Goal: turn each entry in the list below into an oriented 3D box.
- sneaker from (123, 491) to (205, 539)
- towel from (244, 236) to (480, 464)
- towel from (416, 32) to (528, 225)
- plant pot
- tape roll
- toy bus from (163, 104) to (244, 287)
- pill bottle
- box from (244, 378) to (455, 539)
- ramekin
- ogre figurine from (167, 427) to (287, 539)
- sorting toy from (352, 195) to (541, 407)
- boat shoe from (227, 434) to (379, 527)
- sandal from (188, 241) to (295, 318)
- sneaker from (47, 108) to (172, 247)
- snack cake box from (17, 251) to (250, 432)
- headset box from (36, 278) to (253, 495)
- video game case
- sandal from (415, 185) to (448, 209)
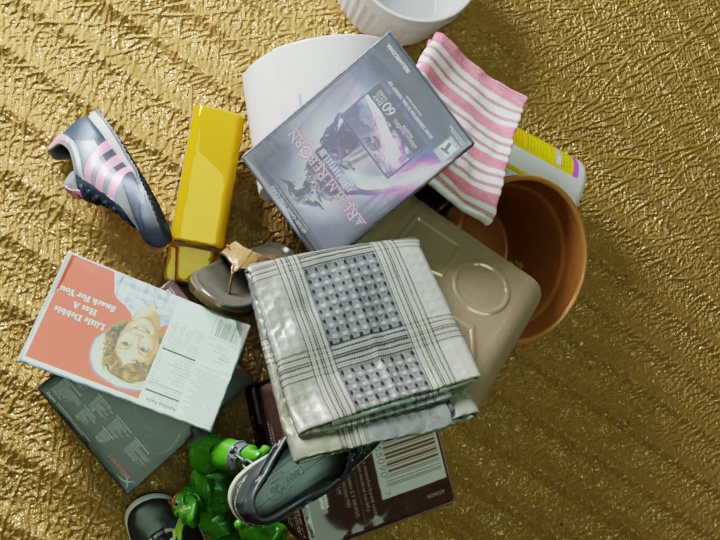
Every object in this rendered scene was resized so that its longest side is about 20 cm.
[{"bbox_3d":[-0.187,0.333,0.770,0.071,0.083,0.202,-33,93,-20],"label":"sneaker"},{"bbox_3d":[0.003,0.063,0.654,0.189,0.035,0.203,-9,63,-22],"label":"towel"},{"bbox_3d":[0.113,-0.165,0.793,0.145,0.030,0.202,32,56,-15],"label":"towel"},{"bbox_3d":[0.168,-0.020,0.897,0.196,0.140,0.204,-3,99,-21],"label":"plant pot"},{"bbox_3d":[-0.033,-0.171,0.837,0.199,0.202,0.142,-7,83,-19],"label":"tape roll"},{"bbox_3d":[-0.186,-0.083,0.836,0.064,0.078,0.204,11,78,-16],"label":"toy bus"},{"bbox_3d":[0.200,-0.142,0.962,0.197,0.104,0.106,25,75,-13],"label":"pill bottle"},{"bbox_3d":[-0.022,0.188,0.785,0.161,0.200,0.169,-13,85,-20],"label":"box"},{"bbox_3d":[0.053,-0.405,0.952,0.196,0.105,0.204,3,80,-18],"label":"ramekin"},{"bbox_3d":[-0.137,0.252,0.757,0.098,0.119,0.202,-46,141,-29],"label":"ogre figurine"},{"bbox_3d":[0.076,0.029,0.743,0.199,0.037,0.186,37,57,5],"label":"sorting toy"},{"bbox_3d":[-0.031,0.161,0.645,0.197,0.066,0.075,-30,90,-20],"label":"boat shoe"},{"bbox_3d":[-0.123,-0.005,0.796,0.081,0.200,0.055,29,115,14],"label":"sandal"},{"bbox_3d":[-0.282,-0.089,0.790,0.081,0.070,0.201,-32,63,-10],"label":"sneaker"},{"bbox_3d":[-0.226,0.075,0.724,0.197,0.067,0.117,24,77,-13],"label":"snack cake box"},{"bbox_3d":[-0.229,0.121,0.792,0.200,0.077,0.149,-42,96,-20],"label":"headset box"},{"bbox_3d":[-0.004,-0.122,0.719,0.199,0.019,0.144,-38,86,5],"label":"video game case"},{"bbox_3d":[0.072,-0.094,0.902,0.198,0.075,0.049,-29,94,7],"label":"sandal"}]
